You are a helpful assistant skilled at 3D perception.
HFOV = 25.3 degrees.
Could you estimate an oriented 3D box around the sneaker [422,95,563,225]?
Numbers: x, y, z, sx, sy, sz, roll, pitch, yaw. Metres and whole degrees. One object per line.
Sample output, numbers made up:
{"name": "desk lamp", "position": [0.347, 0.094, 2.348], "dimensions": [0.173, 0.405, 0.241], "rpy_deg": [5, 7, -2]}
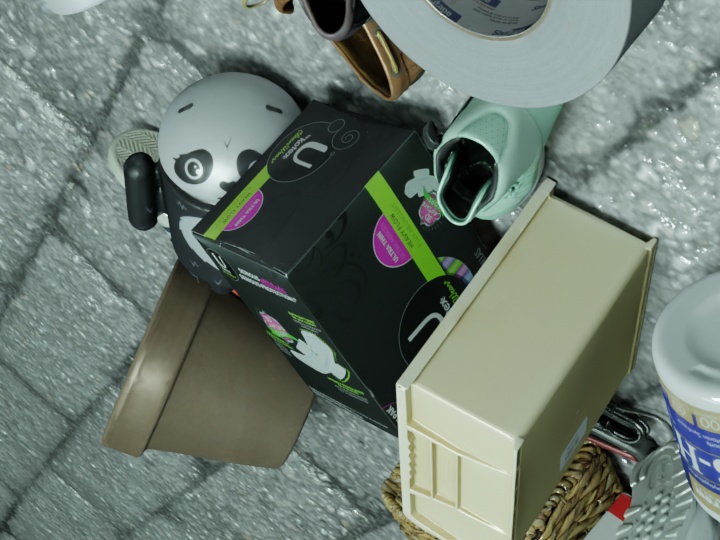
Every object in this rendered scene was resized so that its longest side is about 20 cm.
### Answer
{"name": "sneaker", "position": [0.075, -0.068, 1.074], "dimensions": [0.073, 0.118, 0.201], "rpy_deg": [33, 153, 9]}

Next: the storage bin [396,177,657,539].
{"name": "storage bin", "position": [0.118, 0.081, 1.151], "dimensions": [0.093, 0.200, 0.199], "rpy_deg": [26, 150, 20]}

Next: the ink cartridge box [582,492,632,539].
{"name": "ink cartridge box", "position": [0.223, 0.268, 1.305], "dimensions": [0.116, 0.200, 0.067], "rpy_deg": [47, 171, -33]}

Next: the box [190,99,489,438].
{"name": "box", "position": [0.000, 0.000, 1.203], "dimensions": [0.124, 0.149, 0.200], "rpy_deg": [23, 155, 46]}

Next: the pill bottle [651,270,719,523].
{"name": "pill bottle", "position": [0.272, 0.106, 1.080], "dimensions": [0.119, 0.120, 0.201], "rpy_deg": [16, 144, 38]}

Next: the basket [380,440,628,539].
{"name": "basket", "position": [0.133, 0.227, 1.406], "dimensions": [0.199, 0.143, 0.150], "rpy_deg": [7, 137, 47]}

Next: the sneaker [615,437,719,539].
{"name": "sneaker", "position": [0.238, 0.194, 1.169], "dimensions": [0.076, 0.200, 0.081], "rpy_deg": [-33, 99, 30]}

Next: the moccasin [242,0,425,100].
{"name": "moccasin", "position": [-0.034, -0.197, 1.065], "dimensions": [0.202, 0.078, 0.074], "rpy_deg": [48, 155, -14]}

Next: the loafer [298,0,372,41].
{"name": "loafer", "position": [-0.031, -0.236, 0.972], "dimensions": [0.071, 0.063, 0.201], "rpy_deg": [-11, 113, 15]}

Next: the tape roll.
{"name": "tape roll", "position": [0.080, -0.194, 0.918], "dimensions": [0.199, 0.066, 0.201], "rpy_deg": [26, 142, 22]}

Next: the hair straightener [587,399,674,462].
{"name": "hair straightener", "position": [0.179, 0.118, 1.292], "dimensions": [0.199, 0.041, 0.077], "rpy_deg": [29, 155, 21]}

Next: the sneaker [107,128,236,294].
{"name": "sneaker", "position": [-0.152, -0.041, 1.433], "dimensions": [0.200, 0.075, 0.085], "rpy_deg": [42, 147, 10]}

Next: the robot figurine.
{"name": "robot figurine", "position": [-0.098, -0.064, 1.286], "dimensions": [0.125, 0.150, 0.201], "rpy_deg": [39, 152, 26]}

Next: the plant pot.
{"name": "plant pot", "position": [-0.136, 0.110, 1.555], "dimensions": [0.173, 0.201, 0.200], "rpy_deg": [24, 153, -6]}

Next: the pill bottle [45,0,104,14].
{"name": "pill bottle", "position": [-0.233, -0.291, 1.138], "dimensions": [0.115, 0.116, 0.201], "rpy_deg": [8, 138, 46]}
